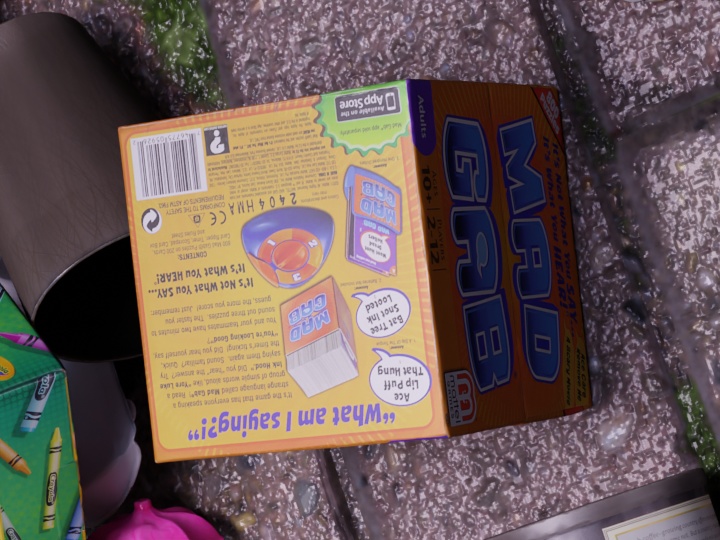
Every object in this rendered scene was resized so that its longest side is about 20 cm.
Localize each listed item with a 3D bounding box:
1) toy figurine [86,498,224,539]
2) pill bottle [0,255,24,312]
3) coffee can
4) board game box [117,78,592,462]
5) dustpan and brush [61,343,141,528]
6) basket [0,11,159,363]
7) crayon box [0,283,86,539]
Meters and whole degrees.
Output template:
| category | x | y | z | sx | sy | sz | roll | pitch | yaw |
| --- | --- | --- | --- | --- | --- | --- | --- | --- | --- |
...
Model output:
| category | x | y | z | sx | sy | sz | roll | pitch | yaw |
| --- | --- | --- | --- | --- | --- | --- | --- | --- | --- |
| toy figurine | -0.124 | 0.247 | 1.660 | 0.185 | 0.149 | 0.200 | 64 | 143 | 27 |
| pill bottle | -0.288 | 0.072 | 1.730 | 0.114 | 0.114 | 0.201 | 33 | 107 | 24 |
| coffee can | 0.162 | 0.232 | 1.463 | 0.146 | 0.146 | 0.201 | -22 | 81 | 28 |
| board game box | 0.000 | 0.000 | 1.515 | 0.199 | 0.199 | 0.202 | -7 | 89 | 29 |
| dustpan and brush | -0.199 | 0.137 | 1.712 | 0.200 | 0.057 | 0.140 | -51 | 41 | 25 |
| basket | -0.183 | -0.059 | 1.646 | 0.136 | 0.180 | 0.201 | -52 | 59 | 31 |
| crayon box | -0.225 | 0.118 | 1.596 | 0.119 | 0.058 | 0.201 | 46 | 146 | 45 |
